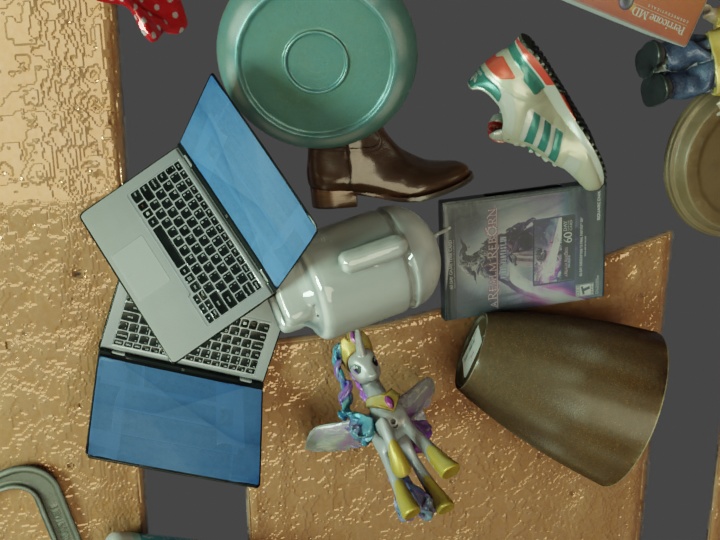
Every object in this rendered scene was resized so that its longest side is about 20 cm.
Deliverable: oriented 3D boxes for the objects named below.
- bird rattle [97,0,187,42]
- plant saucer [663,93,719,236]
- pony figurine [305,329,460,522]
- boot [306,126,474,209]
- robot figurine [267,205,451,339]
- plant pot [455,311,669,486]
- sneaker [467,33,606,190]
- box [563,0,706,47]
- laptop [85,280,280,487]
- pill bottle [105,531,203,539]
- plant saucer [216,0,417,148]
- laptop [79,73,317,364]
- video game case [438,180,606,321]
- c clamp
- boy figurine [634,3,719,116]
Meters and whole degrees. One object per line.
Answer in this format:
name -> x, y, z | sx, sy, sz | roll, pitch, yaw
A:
bird rattle -> -0.169, -0.323, 1.105 | 0.162, 0.113, 0.201 | -22, 118, -25
plant saucer -> 0.451, -0.131, 1.385 | 0.199, 0.029, 0.201 | -6, 112, -14
pony figurine -> 0.032, 0.174, 1.288 | 0.166, 0.200, 0.193 | -24, 150, -13
boot -> 0.024, -0.172, 1.233 | 0.185, 0.064, 0.201 | -9, 108, -10
robot figurine -> 0.000, 0.000, 1.237 | 0.199, 0.170, 0.113 | -20, 85, -16
plant pot -> 0.216, 0.125, 1.348 | 0.199, 0.187, 0.188 | 20, 104, -6
sneaker -> 0.191, -0.157, 1.290 | 0.093, 0.070, 0.200 | -29, 118, 16
box -> 0.292, -0.355, 1.214 | 0.152, 0.106, 0.201 | 16, 104, -20
laptop -> -0.173, 0.097, 1.238 | 0.186, 0.116, 0.201 | 14, 105, -21
pill bottle -> -0.196, 0.361, 1.340 | 0.199, 0.111, 0.111 | 12, 106, -19
plant saucer -> -0.043, -0.207, 1.157 | 0.199, 0.027, 0.201 | 1, 119, 1
laptop -> -0.163, -0.046, 1.149 | 0.200, 0.116, 0.188 | -34, 78, 0
video game case -> 0.187, -0.024, 1.356 | 0.199, 0.019, 0.144 | -9, 112, -13
c clamp -> -0.396, 0.313, 1.312 | 0.170, 0.027, 0.201 | -12, 113, -11
boy figurine -> 0.408, -0.237, 1.313 | 0.199, 0.064, 0.125 | -12, 85, -14
